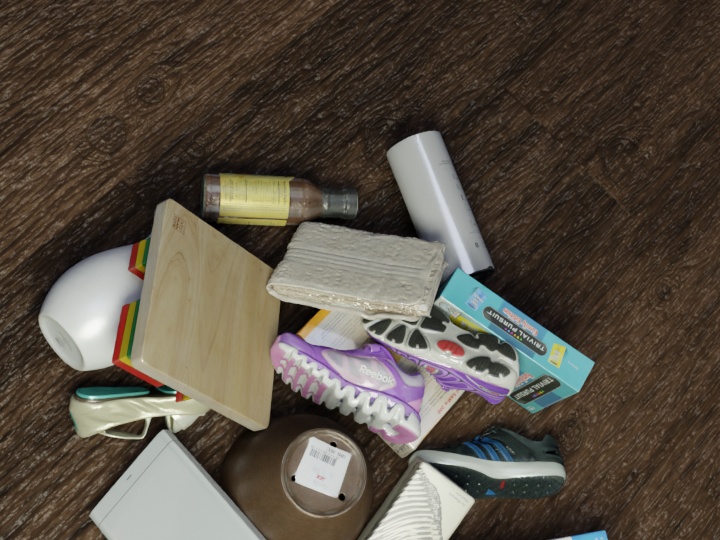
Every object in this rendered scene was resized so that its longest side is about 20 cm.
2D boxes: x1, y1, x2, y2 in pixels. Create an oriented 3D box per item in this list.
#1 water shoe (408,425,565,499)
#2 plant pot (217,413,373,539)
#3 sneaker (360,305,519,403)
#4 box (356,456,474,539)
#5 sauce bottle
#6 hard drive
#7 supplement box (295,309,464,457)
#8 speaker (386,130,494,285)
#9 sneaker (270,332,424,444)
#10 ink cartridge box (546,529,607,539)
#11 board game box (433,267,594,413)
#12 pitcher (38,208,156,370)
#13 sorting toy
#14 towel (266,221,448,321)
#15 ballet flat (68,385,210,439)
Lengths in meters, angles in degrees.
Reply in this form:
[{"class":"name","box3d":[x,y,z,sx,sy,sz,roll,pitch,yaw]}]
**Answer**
[{"class":"water shoe","box3d":[0.154,0.236,1.377,0.198,0.072,0.079,8,43,-9]},{"class":"plant pot","box3d":[-0.060,0.238,1.241,0.185,0.200,0.189,4,71,-12]},{"class":"sneaker","box3d":[0.087,0.103,1.306,0.199,0.084,0.081,27,46,15]},{"class":"box","box3d":[0.042,0.320,1.283,0.082,0.068,0.201,35,85,-2]},{"class":"sauce bottle","box3d":[-0.103,-0.088,1.408,0.198,0.065,0.065,3,72,-15]},{"class":"hard drive","box3d":[-0.197,0.293,1.223,0.200,0.027,0.132,42,92,24]},{"class":"supplement box","box3d":[0.027,0.114,1.369,0.200,0.074,0.126,44,69,4]},{"class":"speaker","box3d":[0.104,-0.078,1.445,0.080,0.081,0.202,-17,78,-18]},{"class":"sneaker","box3d":[-0.008,0.119,1.285,0.199,0.081,0.089,29,64,-6]},{"class":"ink cartridge box","box3d":[0.178,0.366,1.287,0.198,0.147,0.087,-5,72,-15]},{"class":"board game box","box3d":[0.169,0.091,1.369,0.199,0.151,0.047,35,69,-1]},{"class":"pitcher","box3d":[-0.261,0.046,1.307,0.200,0.121,0.172,-41,101,-32]},{"class":"sorting toy","box3d":[-0.184,0.058,1.247,0.198,0.069,0.202,37,46,-42]},{"class":"towel","box3d":[0.000,0.000,1.334,0.198,0.035,0.133,10,40,13]},{"class":"ballet flat","box3d":[-0.240,0.162,1.297,0.198,0.069,0.070,-4,74,-23]}]
